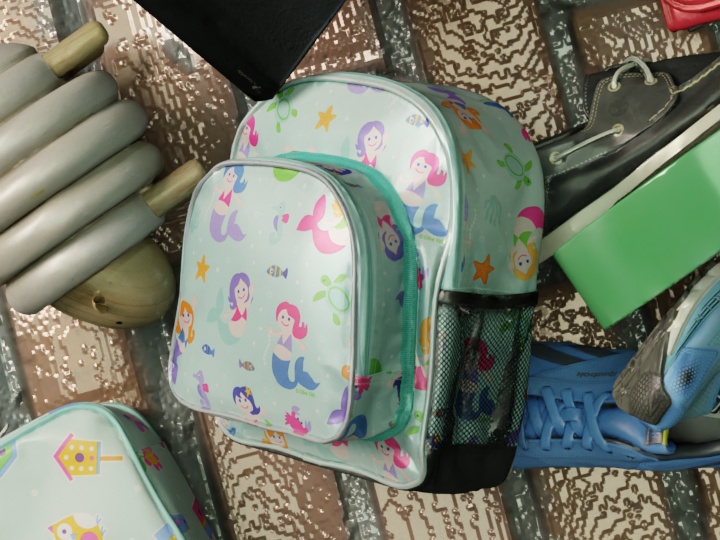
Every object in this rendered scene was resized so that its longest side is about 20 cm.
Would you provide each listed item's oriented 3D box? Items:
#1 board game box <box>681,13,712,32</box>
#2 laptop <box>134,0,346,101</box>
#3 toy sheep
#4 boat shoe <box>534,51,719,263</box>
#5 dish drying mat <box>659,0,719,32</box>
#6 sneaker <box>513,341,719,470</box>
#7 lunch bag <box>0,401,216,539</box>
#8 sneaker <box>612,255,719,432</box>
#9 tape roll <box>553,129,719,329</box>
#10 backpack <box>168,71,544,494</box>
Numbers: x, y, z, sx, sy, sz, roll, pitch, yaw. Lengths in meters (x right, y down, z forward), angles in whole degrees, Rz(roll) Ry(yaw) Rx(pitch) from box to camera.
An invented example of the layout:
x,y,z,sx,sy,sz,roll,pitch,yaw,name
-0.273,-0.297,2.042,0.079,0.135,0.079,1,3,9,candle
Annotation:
x,y,z,sx,sy,sz,roll,pitch,yaw,name
0.186,-0.239,1.345,0.120,0.032,0.201,-23,88,11,board game box
-0.046,-0.220,1.263,0.177,0.103,0.200,40,77,-1,laptop
-0.165,-0.054,1.341,0.138,0.138,0.200,-36,90,6,toy sheep
0.144,-0.080,1.329,0.200,0.072,0.068,-35,86,9,boat shoe
0.228,-0.182,1.274,0.199,0.018,0.077,-17,90,35,dish drying mat
0.122,0.071,1.329,0.199,0.078,0.066,-1,92,9,sneaker
-0.153,0.175,1.364,0.160,0.077,0.200,-29,86,8,lunch bag
0.204,0.039,1.257,0.090,0.200,0.078,48,132,19,sneaker
0.188,-0.046,1.258,0.200,0.200,0.048,-35,86,6,tape roll
0.000,0.000,1.290,0.177,0.150,0.201,13,92,45,backpack
